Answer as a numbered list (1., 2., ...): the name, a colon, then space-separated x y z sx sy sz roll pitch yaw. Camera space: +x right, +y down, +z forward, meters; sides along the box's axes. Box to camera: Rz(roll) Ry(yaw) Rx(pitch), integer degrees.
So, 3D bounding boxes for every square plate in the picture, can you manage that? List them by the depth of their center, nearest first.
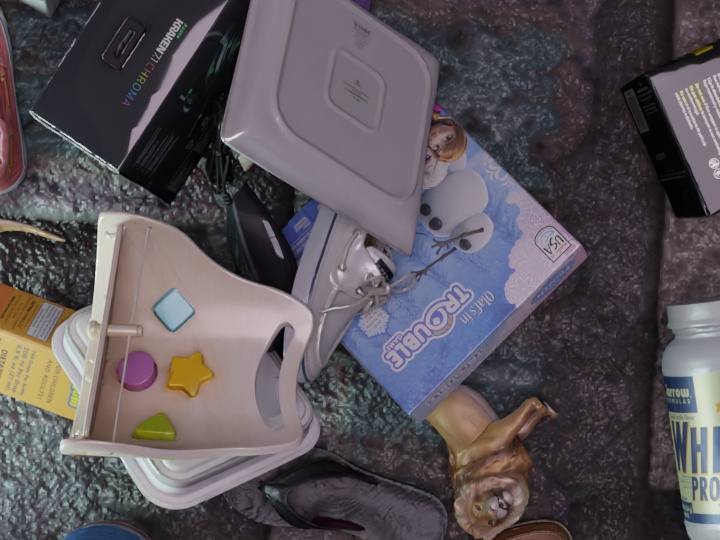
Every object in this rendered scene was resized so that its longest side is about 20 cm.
1. square plate: -0.013 -0.140 1.532 0.199 0.028 0.200 31 53 -31

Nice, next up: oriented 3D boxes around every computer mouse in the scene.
1. computer mouse: -0.081 -0.044 1.568 0.046 0.141 0.201 -11 60 -14

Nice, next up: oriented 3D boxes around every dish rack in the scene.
1. dish rack: -0.140 0.084 1.573 0.171 0.044 0.200 -22 61 -30

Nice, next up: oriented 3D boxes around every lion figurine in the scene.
1. lion figurine: 0.086 0.122 1.638 0.122 0.072 0.200 -42 76 7

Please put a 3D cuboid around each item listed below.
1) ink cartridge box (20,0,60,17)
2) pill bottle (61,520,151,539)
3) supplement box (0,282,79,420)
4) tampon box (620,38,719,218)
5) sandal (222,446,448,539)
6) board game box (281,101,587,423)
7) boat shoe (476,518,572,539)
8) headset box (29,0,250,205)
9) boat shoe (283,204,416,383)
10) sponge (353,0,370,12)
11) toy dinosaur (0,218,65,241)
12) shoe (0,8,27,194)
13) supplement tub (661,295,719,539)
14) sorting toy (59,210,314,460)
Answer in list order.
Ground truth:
1. ink cartridge box: -0.273 -0.341 1.580 0.144 0.145 0.201 28 84 -1
2. pill bottle: -0.218 0.271 1.562 0.111 0.200 0.113 0 89 -1
3. supplement box: -0.235 0.083 1.621 0.198 0.069 0.067 19 121 -2
4. tampon box: 0.339 -0.141 1.592 0.199 0.150 0.127 -24 91 -1
5. sandal: -0.021 0.193 1.639 0.199 0.048 0.076 13 90 -1
6. board game box: 0.051 -0.013 1.610 0.200 0.043 0.199 -45 70 0
7. boat shoe: 0.094 0.273 1.630 0.199 0.068 0.072 -26 89 -1
8. headset box: -0.164 -0.161 1.558 0.092 0.200 0.175 33 90 9
9. boat shoe: 0.001 0.001 1.563 0.085 0.075 0.203 12 69 16
10. sponge: -0.035 -0.217 1.612 0.030 0.111 0.202 7 89 35
11. toy dinosaur: -0.365 -0.018 1.642 0.199 0.060 0.106 -35 114 5
12. shoe: -0.329 -0.165 1.616 0.071 0.091 0.202 -14 90 -1
13. supplement tub: 0.329 0.119 1.595 0.144 0.145 0.202 -9 90 0
14. sorting toy: -0.127 0.074 1.484 0.178 0.107 0.202 7 61 -2
